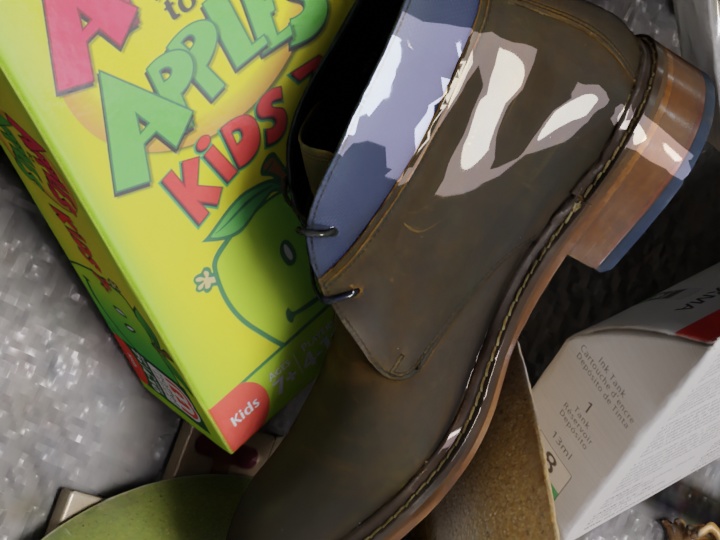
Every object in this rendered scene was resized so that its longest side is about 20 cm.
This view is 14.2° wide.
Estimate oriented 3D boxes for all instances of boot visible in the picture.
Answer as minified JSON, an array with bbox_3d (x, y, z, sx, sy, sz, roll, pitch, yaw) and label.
[{"bbox_3d":[0.000,0.000,0.800,0.097,0.075,0.200,33,101,-23],"label":"boot"}]

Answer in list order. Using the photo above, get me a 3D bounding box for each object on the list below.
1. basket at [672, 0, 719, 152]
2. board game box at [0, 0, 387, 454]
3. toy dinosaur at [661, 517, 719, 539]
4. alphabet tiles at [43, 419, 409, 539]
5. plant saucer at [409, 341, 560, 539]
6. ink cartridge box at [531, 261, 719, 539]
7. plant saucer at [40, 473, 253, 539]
[{"bbox_3d":[0.195,-0.105,0.781,0.199,0.123,0.136,-23,121,-20],"label":"basket"},{"bbox_3d":[-0.047,-0.052,0.791,0.102,0.048,0.200,-41,136,-15],"label":"board game box"},{"bbox_3d":[0.104,0.152,0.989,0.106,0.060,0.201,36,79,-40],"label":"toy dinosaur"},{"bbox_3d":[-0.049,0.149,0.901,0.167,0.008,0.201,21,89,-39],"label":"alphabet tiles"},{"bbox_3d":[0.038,0.115,0.863,0.035,0.200,0.201,-7,110,-2],"label":"plant saucer"},{"bbox_3d":[0.143,-0.005,0.908,0.160,0.050,0.200,-25,158,-30],"label":"ink cartridge box"},{"bbox_3d":[-0.052,0.163,0.879,0.199,0.031,0.201,-11,108,-36],"label":"plant saucer"}]
